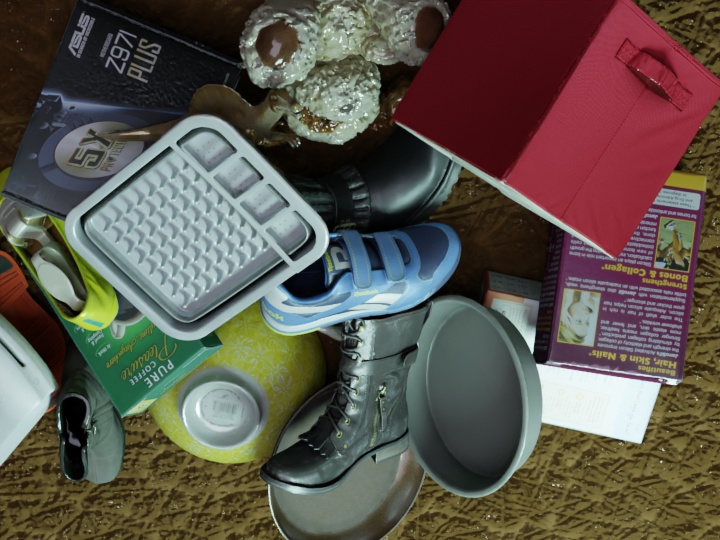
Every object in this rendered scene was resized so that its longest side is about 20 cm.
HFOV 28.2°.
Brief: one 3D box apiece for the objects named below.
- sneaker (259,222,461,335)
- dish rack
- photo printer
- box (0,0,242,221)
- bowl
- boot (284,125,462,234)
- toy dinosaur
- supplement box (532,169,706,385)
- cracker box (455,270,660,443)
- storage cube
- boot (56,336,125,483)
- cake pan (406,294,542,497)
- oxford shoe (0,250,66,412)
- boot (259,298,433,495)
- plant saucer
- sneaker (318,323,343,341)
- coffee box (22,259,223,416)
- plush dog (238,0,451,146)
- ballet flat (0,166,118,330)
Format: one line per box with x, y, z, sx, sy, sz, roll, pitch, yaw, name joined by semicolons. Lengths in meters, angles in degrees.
0.000;0.000;1.331;0.200;0.074;0.082;-20;152;-6;sneaker
-0.143;-0.042;1.269;0.200;0.044;0.172;-34;113;25;dish rack
-0.395;0.107;1.446;0.166;0.069;0.200;45;138;-1;photo printer
-0.221;-0.133;1.349;0.164;0.086;0.200;23;91;-6;box
-0.137;0.125;1.476;0.200;0.108;0.200;1;113;2;bowl
-0.006;-0.083;1.349;0.158;0.079;0.211;10;127;-36;boot
-0.127;-0.121;1.282;0.200;0.058;0.101;-9;125;24;toy dinosaur
0.246;0.001;1.370;0.131;0.103;0.200;9;87;-1;supplement box
0.209;0.089;1.471;0.200;0.058;0.134;13;113;-2;cracker box
0.170;-0.147;1.249;0.171;0.200;0.180;29;94;-40;storage cube
-0.289;0.173;1.481;0.068;0.131;0.200;2;125;0;boot
0.109;0.122;1.421;0.037;0.200;0.201;-5;119;-36;cake pan
-0.367;0.060;1.494;0.072;0.071;0.200;6;126;37;oxford shoe
-0.014;0.114;1.400;0.069;0.200;0.174;28;124;39;boot
-0.016;0.201;1.497;0.200;0.032;0.201;-11;110;-31;plant saucer
-0.069;-0.004;1.433;0.200;0.081;0.077;33;112;-9;sneaker
-0.238;0.031;1.429;0.123;0.044;0.200;-40;76;18;coffee box
-0.031;-0.195;1.328;0.200;0.161;0.172;-11;129;-19;plush dog
-0.307;-0.025;1.396;0.067;0.067;0.200;-42;75;18;ballet flat
